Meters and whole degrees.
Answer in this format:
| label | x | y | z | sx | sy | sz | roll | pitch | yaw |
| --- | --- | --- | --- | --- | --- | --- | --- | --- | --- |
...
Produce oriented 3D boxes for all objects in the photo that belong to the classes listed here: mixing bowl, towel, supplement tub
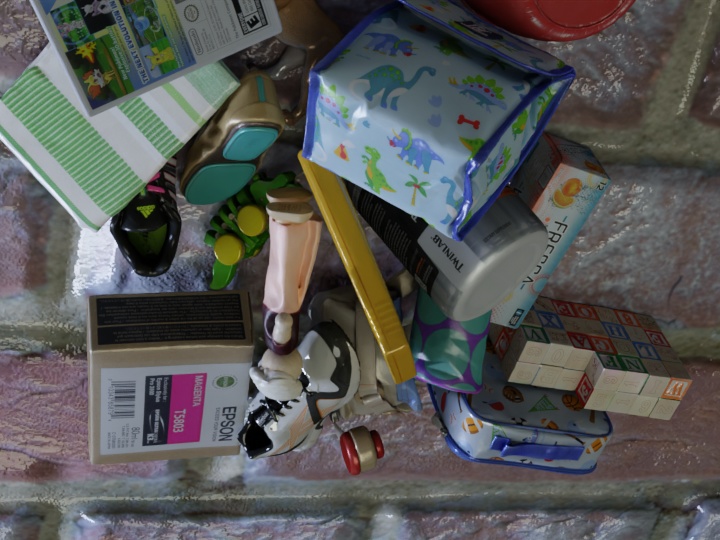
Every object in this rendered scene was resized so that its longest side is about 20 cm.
| label | x | y | z | sx | sy | sz | roll | pitch | yaw |
| --- | --- | --- | --- | --- | --- | --- | --- | --- | --- |
| mixing bowl | 0.181 | -0.279 | 1.119 | 0.197 | 0.109 | 0.202 | -8 | 128 | -10 |
| towel | -0.220 | -0.149 | 1.116 | 0.200 | 0.023 | 0.153 | -44 | 90 | 17 |
| supplement tub | 0.069 | -0.063 | 1.177 | 0.122 | 0.200 | 0.123 | -35 | 159 | -16 |

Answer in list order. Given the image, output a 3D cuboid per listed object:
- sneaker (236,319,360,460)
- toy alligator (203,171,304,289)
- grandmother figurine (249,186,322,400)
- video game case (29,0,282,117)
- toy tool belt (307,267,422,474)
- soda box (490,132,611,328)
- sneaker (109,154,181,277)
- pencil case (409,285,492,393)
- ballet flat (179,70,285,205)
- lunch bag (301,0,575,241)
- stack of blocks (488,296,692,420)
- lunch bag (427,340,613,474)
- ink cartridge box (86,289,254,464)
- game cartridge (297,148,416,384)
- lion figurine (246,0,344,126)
| label | x | y | z | sx | sy | sz | roll | pitch | yaw |
| --- | --- | --- | --- | --- | --- | --- | --- | --- | --- |
| sneaker | -0.063 | 0.129 | 1.285 | 0.079 | 0.074 | 0.201 | -16 | 147 | -38 |
| toy alligator | -0.098 | -0.067 | 1.239 | 0.054 | 0.059 | 0.200 | 43 | 112 | 7 |
| grandmother figurine | -0.071 | 0.032 | 1.194 | 0.060 | 0.122 | 0.203 | 6 | 113 | 2 |
| video game case | -0.168 | -0.234 | 0.994 | 0.180 | 0.022 | 0.201 | -25 | 138 | -7 |
| toy tool belt | 0.025 | 0.104 | 1.339 | 0.121 | 0.125 | 0.203 | -14 | 101 | -12 |
| soda box | 0.175 | -0.040 | 1.322 | 0.068 | 0.064 | 0.201 | 15 | 121 | -25 |
| sneaker | -0.200 | -0.078 | 1.177 | 0.073 | 0.088 | 0.202 | -7 | 125 | -9 |
| pencil case | 0.100 | 0.018 | 1.277 | 0.092 | 0.084 | 0.203 | 8 | 93 | -60 |
| ballet flat | -0.117 | -0.121 | 1.167 | 0.068 | 0.064 | 0.200 | 2 | 162 | -27 |
| lunch bag | 0.072 | -0.153 | 1.093 | 0.169 | 0.200 | 0.128 | 31 | 142 | 15 |
| stack of blocks | 0.251 | 0.094 | 1.409 | 0.197 | 0.116 | 0.059 | 10 | 123 | -21 |
| lunch bag | 0.170 | 0.153 | 1.402 | 0.197 | 0.161 | 0.076 | 8 | 124 | -21 |
| ink cartridge box | -0.197 | 0.112 | 1.304 | 0.162 | 0.076 | 0.201 | -2 | 139 | -12 |
| game cartridge | 0.000 | 0.000 | 1.179 | 0.032 | 0.202 | 0.176 | -21 | 165 | 0 |
| lion figurine | -0.060 | -0.224 | 1.131 | 0.122 | 0.073 | 0.200 | -36 | 141 | 3 |
